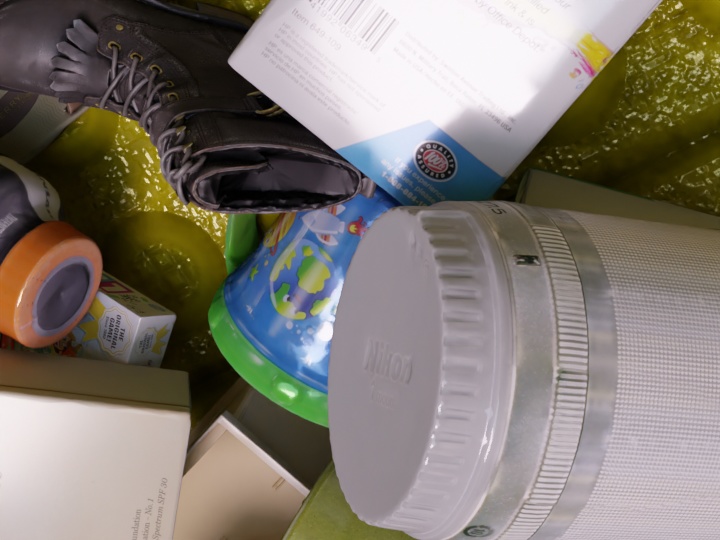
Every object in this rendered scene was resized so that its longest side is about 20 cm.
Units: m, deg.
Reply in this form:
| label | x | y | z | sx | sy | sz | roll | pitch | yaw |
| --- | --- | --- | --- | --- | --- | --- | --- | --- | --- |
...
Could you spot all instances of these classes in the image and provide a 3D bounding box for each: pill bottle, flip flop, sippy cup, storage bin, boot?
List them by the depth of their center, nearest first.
| label | x | y | z | sx | sy | sz | roll | pitch | yaw |
| --- | --- | --- | --- | --- | --- | --- | --- | --- | --- |
| boot | -0.104 | -0.088 | 0.736 | 0.199 | 0.174 | 0.070 | 0 | 122 | -20 |
| sippy cup | 0.000 | 0.000 | 0.803 | 0.177 | 0.140 | 0.131 | 28 | 114 | -2 |
| pill bottle | -0.247 | -0.030 | 0.829 | 0.199 | 0.106 | 0.107 | 28 | 117 | 21 |
| flip flop | -0.183 | -0.129 | 0.831 | 0.081 | 0.058 | 0.200 | 47 | 117 | -4 |
| storage bin | -0.059 | 0.199 | 0.924 | 0.200 | 0.094 | 0.199 | 40 | 114 | -6 |

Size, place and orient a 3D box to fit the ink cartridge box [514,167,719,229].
| label | x | y | z | sx | sy | sz | roll | pitch | yaw |
| --- | --- | --- | --- | --- | --- | --- | --- | --- | --- |
| ink cartridge box | 0.137 | 0.060 | 0.828 | 0.145 | 0.084 | 0.201 | 16 | 115 | 5 |

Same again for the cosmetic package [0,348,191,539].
| label | x | y | z | sx | sy | sz | roll | pitch | yaw |
| --- | --- | --- | --- | --- | --- | --- | --- | --- | --- |
| cosmetic package | -0.200 | 0.102 | 0.795 | 0.199 | 0.073 | 0.104 | 7 | 105 | -10 |

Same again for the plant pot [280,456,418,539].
| label | x | y | z | sx | sy | sz | roll | pitch | yaw |
| --- | --- | --- | --- | --- | --- | --- | --- | --- | --- |
| plant pot | 0.043 | 0.192 | 0.767 | 0.192 | 0.200 | 0.201 | 30 | 116 | 8 |

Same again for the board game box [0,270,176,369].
| label | x | y | z | sx | sy | sz | roll | pitch | yaw |
| --- | --- | --- | --- | --- | --- | --- | --- | --- | --- |
| board game box | -0.201 | 0.091 | 0.890 | 0.134 | 0.034 | 0.201 | 27 | 105 | 30 |

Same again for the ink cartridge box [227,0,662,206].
| label | x | y | z | sx | sy | sz | roll | pitch | yaw |
| --- | --- | --- | --- | --- | --- | --- | --- | --- | --- |
| ink cartridge box | 0.061 | -0.153 | 0.720 | 0.147 | 0.146 | 0.200 | 38 | 115 | -5 |

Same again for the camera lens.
| label | x | y | z | sx | sy | sz | roll | pitch | yaw |
| --- | --- | --- | --- | --- | --- | --- | --- | --- | --- |
| camera lens | 0.101 | 0.053 | 0.670 | 0.199 | 0.160 | 0.161 | 6 | 117 | -20 |
